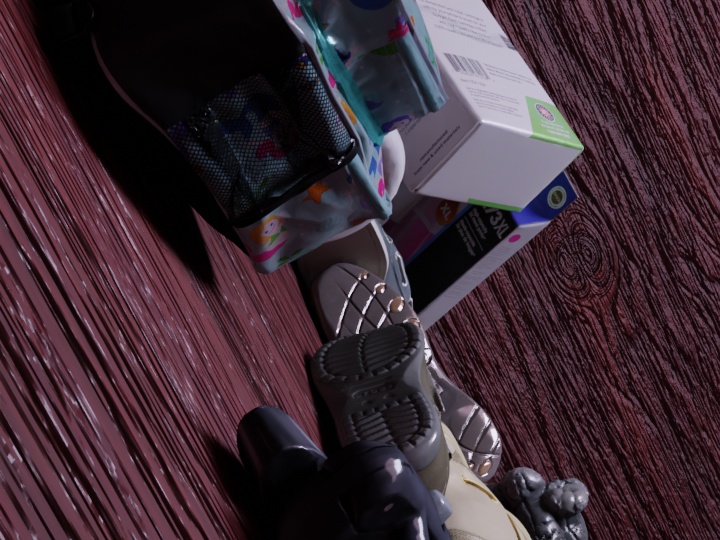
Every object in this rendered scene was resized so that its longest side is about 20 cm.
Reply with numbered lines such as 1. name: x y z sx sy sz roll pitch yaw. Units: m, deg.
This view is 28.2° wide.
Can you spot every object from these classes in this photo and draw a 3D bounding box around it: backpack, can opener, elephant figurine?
1. backpack: -0.049 -0.102 0.657 0.200 0.150 0.178 68 -3 -57
2. can opener: 0.012 0.114 0.569 0.079 0.063 0.200 65 3 36
3. elephant figurine: 0.156 0.290 1.280 0.200 0.155 0.142 -98 -152 -47

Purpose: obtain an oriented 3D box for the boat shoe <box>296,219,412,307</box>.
1. boat shoe: 0.000 0.000 1.141 0.062 0.073 0.200 -74 153 -46

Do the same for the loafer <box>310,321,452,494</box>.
1. loafer: 0.014 0.091 0.861 0.200 0.075 0.070 -95 171 -69

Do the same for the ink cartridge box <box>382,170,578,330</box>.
1. ink cartridge box: 0.088 -0.039 1.221 0.037 0.200 0.095 13 44 -47

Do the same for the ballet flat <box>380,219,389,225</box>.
1. ballet flat: 0.018 -0.054 1.324 0.200 0.069 0.069 38 15 -26

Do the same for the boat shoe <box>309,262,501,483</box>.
1. boat shoe: 0.022 0.087 1.086 0.200 0.076 0.072 56 -32 7

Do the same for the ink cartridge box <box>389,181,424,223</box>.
1. ink cartridge box: -0.034 -0.157 1.211 0.200 0.084 0.176 25 30 -42

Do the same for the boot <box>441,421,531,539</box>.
1. boot: 0.085 0.209 0.953 0.200 0.073 0.155 60 4 -31

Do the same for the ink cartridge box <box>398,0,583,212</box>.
1. ink cartridge box: 0.064 -0.152 1.139 0.145 0.084 0.200 6 45 -48

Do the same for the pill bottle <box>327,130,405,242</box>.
1. pill bottle: -0.052 -0.121 0.986 0.116 0.116 0.200 61 3 -48
